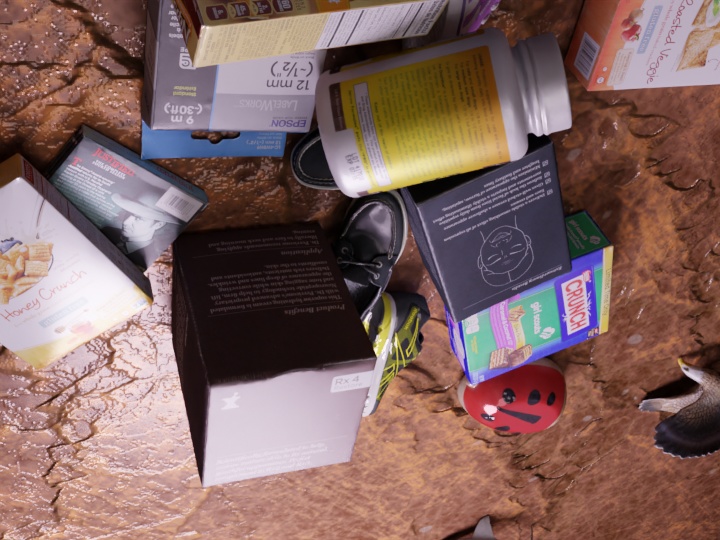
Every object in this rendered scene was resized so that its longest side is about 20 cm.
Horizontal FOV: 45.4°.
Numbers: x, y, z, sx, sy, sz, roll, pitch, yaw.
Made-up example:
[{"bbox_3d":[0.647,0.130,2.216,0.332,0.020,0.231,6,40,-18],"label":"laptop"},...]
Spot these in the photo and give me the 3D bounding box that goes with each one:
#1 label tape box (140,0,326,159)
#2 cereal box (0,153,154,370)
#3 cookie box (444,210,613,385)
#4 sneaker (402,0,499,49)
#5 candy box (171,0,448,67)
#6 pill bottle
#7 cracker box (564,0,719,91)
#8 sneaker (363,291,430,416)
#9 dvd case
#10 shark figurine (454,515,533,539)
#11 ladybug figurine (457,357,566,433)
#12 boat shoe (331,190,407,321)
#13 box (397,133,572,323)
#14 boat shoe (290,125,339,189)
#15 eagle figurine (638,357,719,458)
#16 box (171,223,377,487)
[{"bbox_3d":[-0.110,-0.164,0.736,0.142,0.066,0.201,-3,132,-22],"label":"label tape box"},{"bbox_3d":[-0.307,0.000,0.796,0.143,0.040,0.200,-30,138,6],"label":"cereal box"},{"bbox_3d":[0.209,0.036,1.077,0.198,0.076,0.172,-21,137,-5],"label":"cookie box"},{"bbox_3d":[0.110,-0.244,0.755,0.113,0.073,0.202,-6,136,-27],"label":"sneaker"},{"bbox_3d":[-0.043,-0.226,0.638,0.198,0.117,0.055,-15,166,-23],"label":"candy box"},{"bbox_3d":[0.069,-0.134,0.714,0.198,0.110,0.110,-12,139,11],"label":"pill bottle"},{"bbox_3d":[0.316,-0.253,0.850,0.198,0.058,0.135,-8,136,-19],"label":"cracker box"},{"bbox_3d":[0.037,0.108,1.069,0.084,0.075,0.201,-5,135,-21],"label":"sneaker"},{"bbox_3d":[-0.263,-0.033,0.829,0.200,0.022,0.145,-43,135,21],"label":"dvd case"},{"bbox_3d":[0.243,0.490,1.554,0.212,0.091,0.128,5,165,-19],"label":"shark figurine"},{"bbox_3d":[0.223,0.183,1.233,0.198,0.072,0.136,16,125,-36],"label":"ladybug figurine"},{"bbox_3d":[-0.002,-0.001,0.933,0.074,0.066,0.200,24,132,-3],"label":"boat shoe"},{"bbox_3d":[0.128,-0.065,0.914,0.147,0.108,0.201,-24,137,-1],"label":"box"},{"bbox_3d":[0.025,-0.126,0.808,0.198,0.060,0.076,-20,97,6],"label":"boat shoe"},{"bbox_3d":[0.554,0.202,1.374,0.151,0.151,0.201,16,114,-48],"label":"eagle figurine"},{"bbox_3d":[-0.100,0.081,0.886,0.164,0.201,0.165,-5,135,-19],"label":"box"}]
